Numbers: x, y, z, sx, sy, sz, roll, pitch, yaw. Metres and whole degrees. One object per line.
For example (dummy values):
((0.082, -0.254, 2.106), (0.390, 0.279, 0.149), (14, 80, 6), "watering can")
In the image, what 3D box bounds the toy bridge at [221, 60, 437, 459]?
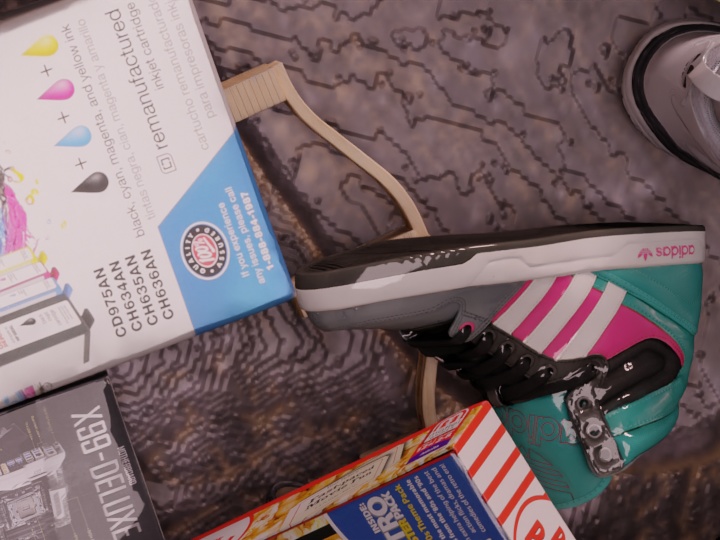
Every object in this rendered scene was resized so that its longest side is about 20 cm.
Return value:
((0.000, 0.000, 1.285), (0.067, 0.027, 0.201), (-25, 99, -6), "toy bridge")

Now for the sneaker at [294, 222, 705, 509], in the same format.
((0.064, 0.044, 1.258), (0.199, 0.083, 0.122), (-5, 94, -28), "sneaker")

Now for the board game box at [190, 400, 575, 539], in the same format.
((0.006, 0.160, 1.192), (0.199, 0.046, 0.152), (-26, 101, 30), "board game box")

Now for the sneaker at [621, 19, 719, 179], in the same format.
((0.214, -0.048, 1.265), (0.199, 0.115, 0.076), (24, 92, -9), "sneaker")

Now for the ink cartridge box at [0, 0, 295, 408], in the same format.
((-0.150, -0.027, 1.203), (0.199, 0.145, 0.148), (-20, 98, -6), "ink cartridge box")

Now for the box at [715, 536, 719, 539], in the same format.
((0.176, 0.156, 1.236), (0.159, 0.200, 0.049), (-37, 98, -3), "box")

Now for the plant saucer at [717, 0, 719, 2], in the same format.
((0.194, -0.208, 1.268), (0.198, 0.031, 0.202), (0, 90, -1), "plant saucer")

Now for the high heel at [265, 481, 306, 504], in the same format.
((0.054, 0.126, 1.244), (0.199, 0.071, 0.143), (-27, 105, 34), "high heel")

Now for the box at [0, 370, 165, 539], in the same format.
((-0.153, 0.159, 1.268), (0.157, 0.050, 0.201), (-20, 98, -6), "box")
